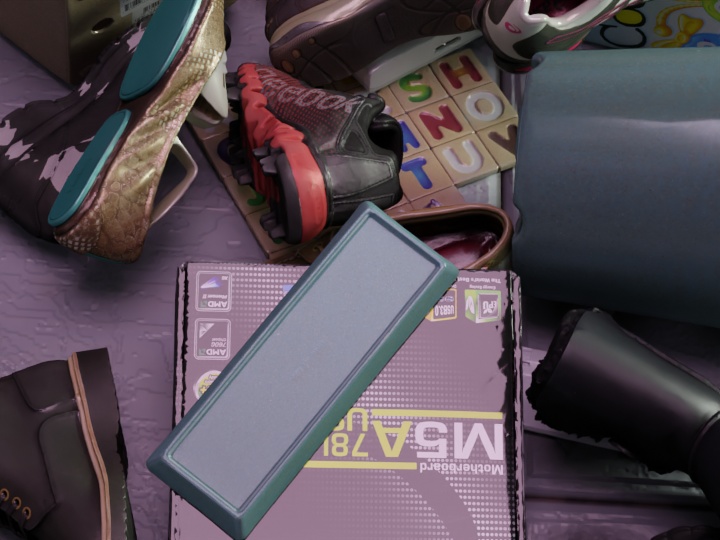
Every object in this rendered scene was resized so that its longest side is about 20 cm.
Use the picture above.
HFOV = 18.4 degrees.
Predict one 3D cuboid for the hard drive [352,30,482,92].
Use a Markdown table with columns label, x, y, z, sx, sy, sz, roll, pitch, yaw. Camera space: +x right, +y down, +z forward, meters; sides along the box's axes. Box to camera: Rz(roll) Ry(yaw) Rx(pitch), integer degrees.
| label | x | y | z | sx | sy | sz | roll | pitch | yaw |
| --- | --- | --- | --- | --- | --- | --- | --- | --- | --- |
| hard drive | -0.002 | -0.215 | 1.520 | 0.132 | 0.027 | 0.200 | -30 | 59 | -23 |

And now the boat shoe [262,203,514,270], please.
| label | x | y | z | sx | sy | sz | roll | pitch | yaw |
| --- | --- | --- | --- | --- | --- | --- | --- | --- | --- |
| boat shoe | 0.000 | 0.000 | 1.336 | 0.200 | 0.066 | 0.074 | -18 | 66 | -16 |

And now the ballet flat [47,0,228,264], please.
| label | x | y | z | sx | sy | sz | roll | pitch | yaw |
| --- | --- | --- | --- | --- | --- | --- | --- | --- | --- |
| ballet flat | -0.120 | -0.089 | 1.346 | 0.065 | 0.070 | 0.200 | 35 | 71 | -25 |

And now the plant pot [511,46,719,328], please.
| label | x | y | z | sx | sy | sz | roll | pitch | yaw |
| --- | --- | --- | --- | --- | --- | --- | --- | --- | --- |
| plant pot | 0.194 | -0.052 | 1.326 | 0.196 | 0.200 | 0.200 | 5 | 53 | 9 |

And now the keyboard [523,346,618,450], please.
| label | x | y | z | sx | sy | sz | roll | pitch | yaw |
| --- | --- | --- | --- | --- | --- | --- | --- | --- | --- |
| keyboard | 0.174 | 0.087 | 1.326 | 0.200 | 0.011 | 0.056 | 12 | 59 | 5 |

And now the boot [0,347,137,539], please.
| label | x | y | z | sx | sy | sz | roll | pitch | yaw |
| --- | --- | --- | --- | --- | --- | --- | --- | --- | --- |
| boot | -0.194 | 0.137 | 1.228 | 0.138 | 0.078 | 0.200 | -9 | 41 | -6 |

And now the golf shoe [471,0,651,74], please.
| label | x | y | z | sx | sy | sz | roll | pitch | yaw |
| --- | --- | --- | --- | --- | --- | --- | --- | --- | --- |
| golf shoe | 0.162 | -0.194 | 1.370 | 0.200 | 0.088 | 0.077 | -40 | 92 | -10 |

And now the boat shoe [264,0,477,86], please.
| label | x | y | z | sx | sy | sz | roll | pitch | yaw |
| --- | --- | --- | --- | --- | --- | --- | --- | --- | --- |
| boat shoe | 0.028 | -0.190 | 1.427 | 0.200 | 0.075 | 0.073 | -20 | 58 | -3 |

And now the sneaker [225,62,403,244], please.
| label | x | y | z | sx | sy | sz | roll | pitch | yaw |
| --- | --- | --- | --- | --- | --- | --- | --- | --- | --- |
| sneaker | -0.028 | -0.078 | 1.356 | 0.098 | 0.071 | 0.200 | -11 | 26 | -11 |

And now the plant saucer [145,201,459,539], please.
| label | x | y | z | sx | sy | sz | roll | pitch | yaw |
| --- | --- | --- | --- | --- | --- | --- | --- | --- | --- |
| plant saucer | -0.031 | 0.051 | 1.230 | 0.070 | 0.019 | 0.200 | 37 | 75 | 9 |

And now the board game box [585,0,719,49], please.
| label | x | y | z | sx | sy | sz | roll | pitch | yaw |
| --- | --- | --- | --- | --- | --- | --- | --- | --- | --- |
| board game box | 0.227 | -0.207 | 1.488 | 0.200 | 0.105 | 0.103 | 15 | 54 | 7 |

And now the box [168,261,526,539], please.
| label | x | y | z | sx | sy | sz | roll | pitch | yaw |
| --- | --- | --- | --- | --- | --- | --- | --- | --- | --- |
| box | -0.008 | 0.094 | 1.250 | 0.200 | 0.048 | 0.194 | 2 | 70 | -3 |

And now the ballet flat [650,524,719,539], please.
| label | x | y | z | sx | sy | sz | roll | pitch | yaw |
| --- | --- | --- | --- | --- | --- | --- | --- | --- | --- |
| ballet flat | 0.129 | 0.203 | 1.219 | 0.200 | 0.057 | 0.067 | -26 | 101 | -20 |

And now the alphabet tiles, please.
| label | x | y | z | sx | sy | sz | roll | pitch | yaw |
| --- | --- | --- | --- | --- | --- | --- | --- | --- | --- |
| alphabet tiles | 0.008 | -0.079 | 1.437 | 0.200 | 0.008 | 0.167 | -21 | 57 | -18 |

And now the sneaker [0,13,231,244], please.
| label | x | y | z | sx | sy | sz | roll | pitch | yaw |
| --- | --- | --- | --- | --- | --- | --- | --- | --- | --- |
| sneaker | -0.149 | -0.088 | 1.401 | 0.091 | 0.076 | 0.200 | 43 | 68 | 14 |

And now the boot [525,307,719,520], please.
| label | x | y | z | sx | sy | sz | roll | pitch | yaw |
| --- | --- | --- | --- | --- | --- | --- | --- | --- | --- |
| boot | 0.171 | 0.091 | 1.208 | 0.168 | 0.200 | 0.077 | 29 | 97 | 0 |

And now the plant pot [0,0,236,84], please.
| label | x | y | z | sx | sy | sz | roll | pitch | yaw |
| --- | --- | --- | --- | --- | --- | --- | --- | --- | --- |
| plant pot | -0.175 | -0.242 | 1.434 | 0.200 | 0.200 | 0.177 | -29 | 75 | -17 |
